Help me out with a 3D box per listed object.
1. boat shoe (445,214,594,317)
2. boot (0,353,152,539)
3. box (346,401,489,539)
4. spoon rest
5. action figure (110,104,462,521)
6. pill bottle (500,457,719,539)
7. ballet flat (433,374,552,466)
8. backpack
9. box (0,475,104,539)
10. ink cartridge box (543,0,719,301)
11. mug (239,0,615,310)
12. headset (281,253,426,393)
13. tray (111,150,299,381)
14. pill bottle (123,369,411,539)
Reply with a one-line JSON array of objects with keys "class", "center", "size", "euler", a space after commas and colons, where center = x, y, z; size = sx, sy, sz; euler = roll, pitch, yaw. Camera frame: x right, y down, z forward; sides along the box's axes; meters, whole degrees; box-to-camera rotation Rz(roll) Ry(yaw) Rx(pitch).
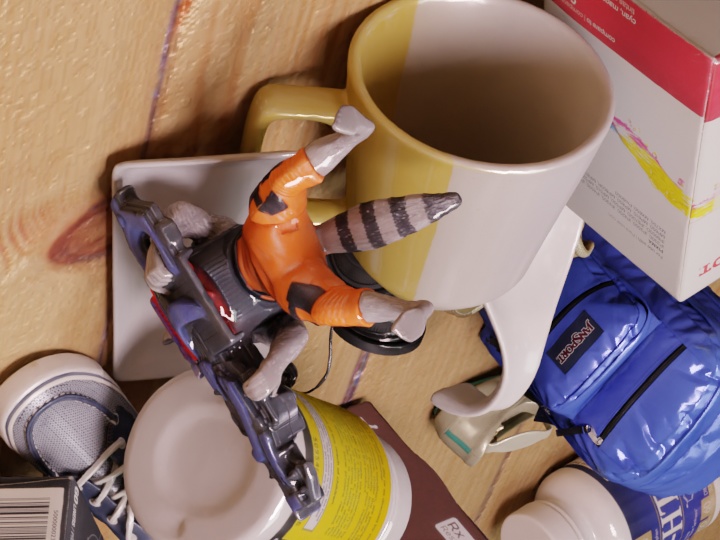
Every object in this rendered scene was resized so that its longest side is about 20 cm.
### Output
[{"class": "boat shoe", "center": [0.128, -0.034, 1.337], "size": [0.200, 0.076, 0.072], "euler": [-51, 154, 19]}, {"class": "boot", "center": [-0.148, 0.120, 1.169], "size": [0.073, 0.090, 0.200], "euler": [-42, 154, -1]}, {"class": "box", "center": [-0.037, 0.235, 1.409], "size": [0.164, 0.166, 0.200], "euler": [-15, 142, -42]}, {"class": "spoon rest", "center": [0.101, 0.017, 1.294], "size": [0.099, 0.061, 0.200], "euler": [-13, 129, -38]}, {"class": "action figure", "center": [-0.033, 0.021, 1.024], "size": [0.193, 0.200, 0.105], "euler": [-20, -172, 47]}, {"class": "pill bottle", "center": [0.235, 0.230, 1.829], "size": [0.200, 0.120, 0.120], "euler": [-25, 149, -32]}, {"class": "ballet flat", "center": [0.147, 0.105, 1.583], "size": [0.200, 0.069, 0.070], "euler": [-25, 148, -33]}, {"class": "backpack", "center": [0.195, 0.071, 1.442], "size": [0.168, 0.200, 0.163], "euler": [13, 120, -49]}, {"class": "box", "center": [-0.208, 0.217, 1.160], "size": [0.106, 0.122, 0.200], "euler": [0, 150, 5]}, {"class": "ink cartridge box", "center": [0.204, -0.116, 1.160], "size": [0.145, 0.145, 0.200], "euler": [-29, 143, -24]}, {"class": "mug", "center": [0.040, -0.065, 1.119], "size": [0.149, 0.186, 0.153], "euler": [-55, 165, -41]}, {"class": "headset", "center": [0.000, 0.000, 1.246], "size": [0.200, 0.094, 0.124], "euler": [-48, 155, -26]}, {"class": "tray", "center": [-0.090, -0.005, 1.109], "size": [0.107, 0.022, 0.200], "euler": [-5, 142, -11]}, {"class": "pill bottle", "center": [-0.048, 0.129, 1.180], "size": [0.114, 0.114, 0.200], "euler": [-47, 154, 8]}]
